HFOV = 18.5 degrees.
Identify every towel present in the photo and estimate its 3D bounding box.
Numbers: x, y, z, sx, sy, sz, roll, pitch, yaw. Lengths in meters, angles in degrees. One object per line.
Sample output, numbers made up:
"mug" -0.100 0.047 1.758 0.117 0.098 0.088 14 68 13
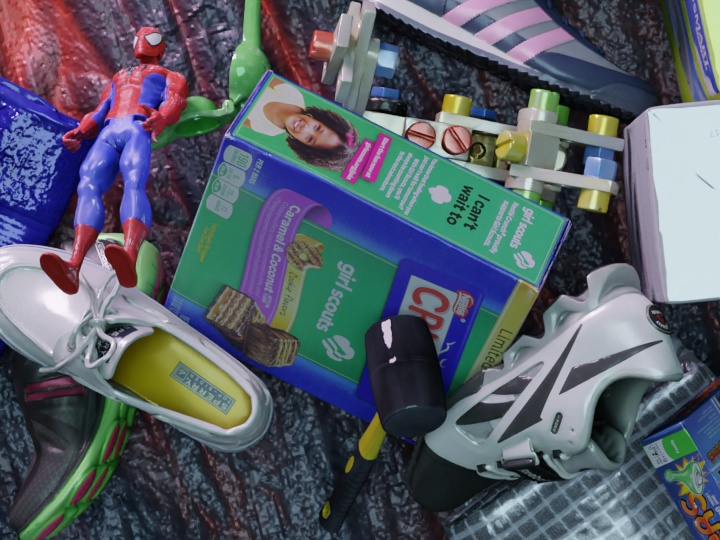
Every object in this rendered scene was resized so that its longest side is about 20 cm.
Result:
"towel" 0.173 0.161 1.356 0.200 0.086 0.166 -38 90 1
"towel" -0.267 -0.030 1.379 0.148 0.050 0.200 24 92 8

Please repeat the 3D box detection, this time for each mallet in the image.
"mallet" 0.008 0.110 1.313 0.041 0.200 0.066 0 49 -17

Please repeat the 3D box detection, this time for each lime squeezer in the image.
"lime squeezer" -0.102 -0.117 1.386 0.071 0.038 0.200 40 92 1

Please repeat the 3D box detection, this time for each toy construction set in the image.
"toy construction set" 0.054 -0.085 1.331 0.200 0.131 0.092 25 88 -6

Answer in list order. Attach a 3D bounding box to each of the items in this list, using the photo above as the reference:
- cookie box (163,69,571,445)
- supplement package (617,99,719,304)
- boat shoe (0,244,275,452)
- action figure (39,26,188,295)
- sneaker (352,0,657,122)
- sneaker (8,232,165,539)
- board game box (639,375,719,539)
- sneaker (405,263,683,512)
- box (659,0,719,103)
"cookie box" 0.000 0.000 1.319 0.200 0.075 0.171 26 135 2
"supplement package" 0.217 -0.040 1.295 0.114 0.200 0.110 -6 89 3
"boat shoe" -0.144 0.043 1.299 0.202 0.086 0.075 33 83 6
"action figure" -0.142 -0.075 1.324 0.065 0.200 0.052 -11 132 20
"sneaker" 0.101 -0.158 1.364 0.200 0.070 0.082 25 86 -3
"sneaker" -0.182 0.072 1.377 0.084 0.077 0.200 15 81 7
"board game box" 0.256 0.115 1.307 0.034 0.200 0.135 -31 89 41
"sneaker" 0.104 0.092 1.273 0.200 0.074 0.089 -48 59 30
"box" 0.209 -0.159 1.295 0.048 0.200 0.122 -13 90 2
